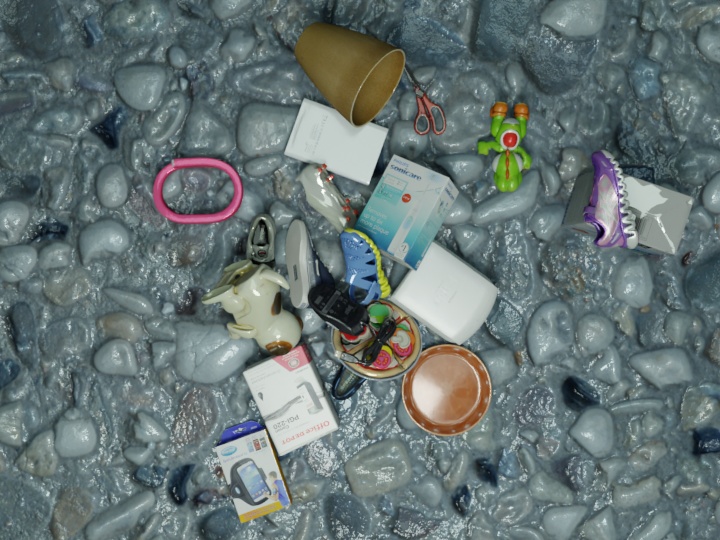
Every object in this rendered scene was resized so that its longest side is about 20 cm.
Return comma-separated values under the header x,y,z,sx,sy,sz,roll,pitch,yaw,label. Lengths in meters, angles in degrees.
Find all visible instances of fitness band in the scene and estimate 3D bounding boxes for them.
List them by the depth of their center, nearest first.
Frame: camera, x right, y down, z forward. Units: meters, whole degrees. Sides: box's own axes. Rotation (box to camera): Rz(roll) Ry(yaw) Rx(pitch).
x,y,z,sx,sy,sz,roll,pitch,yaw,label
-0.358,-0.175,1.686,0.199,0.037,0.145,-2,90,0,fitness band

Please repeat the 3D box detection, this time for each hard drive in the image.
x,y,z,sx,sy,sz,roll,pitch,yaw,label
-0.053,-0.285,1.697,0.199,0.025,0.133,20,89,0,hard drive

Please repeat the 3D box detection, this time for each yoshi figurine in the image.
x,y,z,sx,sy,sz,roll,pitch,yaw,label
0.323,-0.260,1.682,0.112,0.112,0.201,18,71,-40,yoshi figurine

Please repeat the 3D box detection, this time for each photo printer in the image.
x,y,z,sx,sy,sz,roll,pitch,yaw,label
0.189,0.053,1.674,0.200,0.069,0.167,36,89,0,photo printer

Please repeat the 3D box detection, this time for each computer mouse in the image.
x,y,z,sx,sy,sz,roll,pitch,yaw,label
-0.036,0.123,1.595,0.199,0.046,0.141,27,57,4,computer mouse

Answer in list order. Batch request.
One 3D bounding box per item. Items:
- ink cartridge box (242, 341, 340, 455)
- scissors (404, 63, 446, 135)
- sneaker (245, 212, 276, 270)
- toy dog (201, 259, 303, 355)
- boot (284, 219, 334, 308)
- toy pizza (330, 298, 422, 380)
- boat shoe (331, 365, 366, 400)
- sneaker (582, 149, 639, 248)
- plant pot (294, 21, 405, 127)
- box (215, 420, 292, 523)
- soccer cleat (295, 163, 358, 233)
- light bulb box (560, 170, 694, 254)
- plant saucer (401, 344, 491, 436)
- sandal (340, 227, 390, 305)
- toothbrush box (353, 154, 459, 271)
x,y,z,sx,sy,sz,roll,pitch,yaw,label
-0.148,0.277,1.660,0.145,0.085,0.201,-25,91,-1,ink cartridge box
0.138,-0.397,1.709,0.073,0.014,0.201,-14,88,2,scissors
-0.220,-0.026,1.662,0.074,0.089,0.201,-1,91,-2,sneaker
-0.200,0.082,1.607,0.193,0.140,0.201,-19,117,22,toy dog
-0.109,-0.010,1.680,0.090,0.073,0.201,8,71,-36,boot
0.036,0.141,1.634,0.199,0.032,0.201,5,55,-7,toy pizza
0.010,0.203,1.669,0.084,0.069,0.201,29,86,1,boat shoe
0.471,-0.131,1.480,0.088,0.080,0.201,-14,92,8,sneaker
-0.036,-0.441,1.637,0.200,0.186,0.187,38,89,14,plant pot
-0.237,0.437,1.679,0.118,0.041,0.201,-20,92,-1,box
-0.067,-0.142,1.681,0.077,0.069,0.201,-28,98,29,soccer cleat
0.555,-0.121,1.616,0.197,0.200,0.126,19,91,0,light bulb box
0.189,0.263,1.690,0.199,0.032,0.202,0,90,-1,plant saucer
0.000,0.000,1.618,0.087,0.079,0.201,-41,127,-25,sandal
0.096,-0.124,1.639,0.146,0.085,0.201,28,86,27,toothbrush box
